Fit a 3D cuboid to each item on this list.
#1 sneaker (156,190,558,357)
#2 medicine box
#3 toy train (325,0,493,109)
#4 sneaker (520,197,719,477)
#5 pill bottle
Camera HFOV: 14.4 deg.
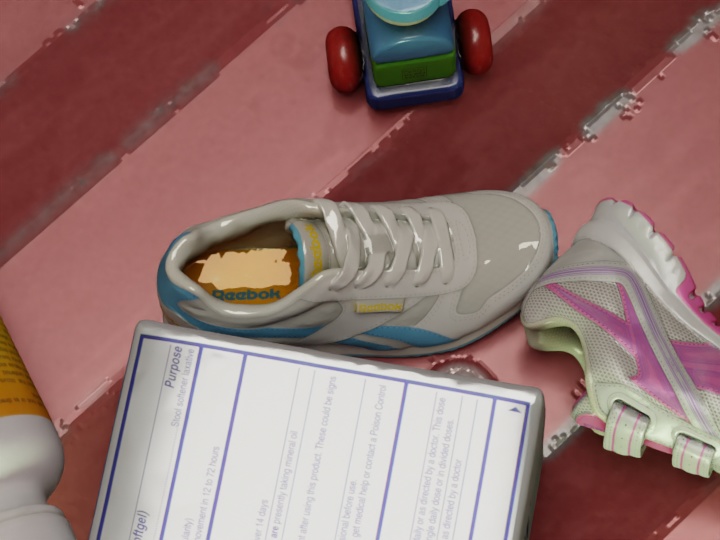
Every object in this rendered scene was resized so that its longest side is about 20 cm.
[{"bbox_3d":[0.000,0.000,1.391,0.200,0.081,0.077,-11,70,-3],"label":"sneaker"},{"bbox_3d":[-0.025,0.137,1.335,0.200,0.103,0.182,10,72,5],"label":"medicine box"},{"bbox_3d":[0.014,-0.193,1.435,0.085,0.116,0.200,-8,72,-1],"label":"toy train"},{"bbox_3d":[0.152,0.063,1.371,0.088,0.081,0.200,-37,66,-9],"label":"sneaker"},{"bbox_3d":[-0.209,0.071,1.354,0.111,0.111,0.200,-26,70,-7],"label":"pill bottle"}]
